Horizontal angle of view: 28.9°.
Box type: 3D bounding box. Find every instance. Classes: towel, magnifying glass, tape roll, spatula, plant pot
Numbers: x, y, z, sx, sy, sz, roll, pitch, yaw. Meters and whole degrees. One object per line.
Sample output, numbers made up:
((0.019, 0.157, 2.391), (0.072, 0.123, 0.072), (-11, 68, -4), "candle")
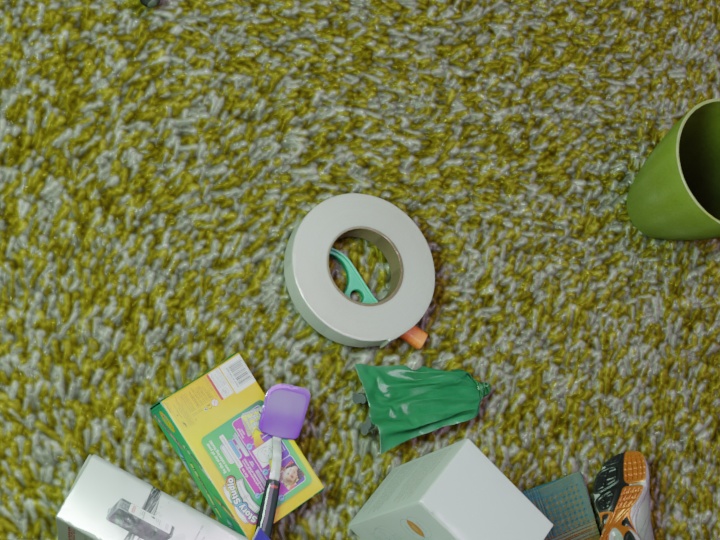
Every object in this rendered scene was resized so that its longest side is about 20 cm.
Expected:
((0.258, 0.379, 1.830), (0.146, 0.022, 0.201), (-13, 81, -25), "towel")
((0.001, 0.039, 1.821), (0.200, 0.022, 0.080), (34, 64, -11), "magnifying glass")
((0.000, 0.000, 1.804), (0.202, 0.037, 0.204), (7, 70, -21), "tape roll")
((-0.102, 0.234, 1.654), (0.056, 0.021, 0.201), (16, 70, -21), "spatula")
((0.466, -0.119, 1.963), (0.186, 0.200, 0.188), (6, 73, -21), "plant pot")

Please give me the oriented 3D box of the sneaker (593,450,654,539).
((0.359, 0.340, 1.865), (0.092, 0.075, 0.201), (49, 42, -41), "sneaker")

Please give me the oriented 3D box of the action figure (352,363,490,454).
((0.087, 0.168, 1.801), (0.199, 0.055, 0.119), (-6, 75, -31), "action figure")

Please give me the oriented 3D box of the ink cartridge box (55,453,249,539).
((-0.235, 0.300, 1.555), (0.199, 0.144, 0.084), (29, 66, 2), "ink cartridge box")

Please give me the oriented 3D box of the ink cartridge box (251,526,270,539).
((-0.111, 0.419, 1.575), (0.043, 0.200, 0.199), (13, 62, 26), "ink cartridge box")

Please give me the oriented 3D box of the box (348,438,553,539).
((0.106, 0.308, 1.683), (0.152, 0.200, 0.106), (46, 59, -6), "box")

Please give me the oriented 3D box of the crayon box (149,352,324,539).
((-0.149, 0.216, 1.685), (0.119, 0.058, 0.200), (-32, 89, -27), "crayon box")

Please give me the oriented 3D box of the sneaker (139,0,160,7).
((-0.316, -0.424, 1.807), (0.079, 0.075, 0.201), (-21, 77, -13), "sneaker")
